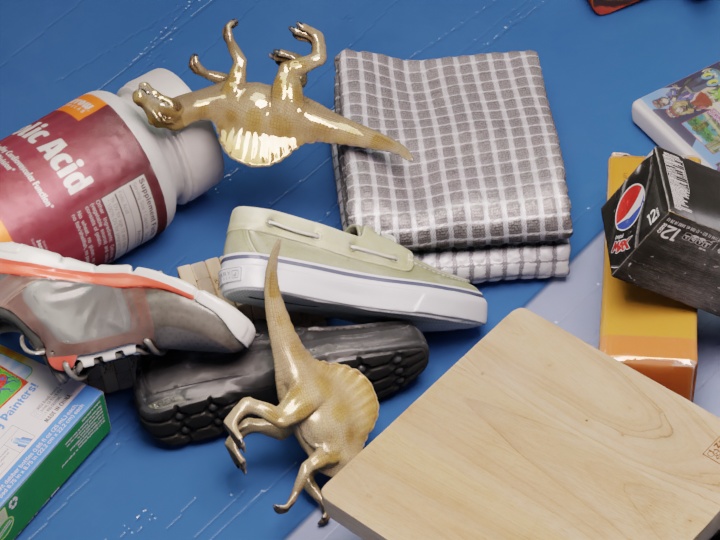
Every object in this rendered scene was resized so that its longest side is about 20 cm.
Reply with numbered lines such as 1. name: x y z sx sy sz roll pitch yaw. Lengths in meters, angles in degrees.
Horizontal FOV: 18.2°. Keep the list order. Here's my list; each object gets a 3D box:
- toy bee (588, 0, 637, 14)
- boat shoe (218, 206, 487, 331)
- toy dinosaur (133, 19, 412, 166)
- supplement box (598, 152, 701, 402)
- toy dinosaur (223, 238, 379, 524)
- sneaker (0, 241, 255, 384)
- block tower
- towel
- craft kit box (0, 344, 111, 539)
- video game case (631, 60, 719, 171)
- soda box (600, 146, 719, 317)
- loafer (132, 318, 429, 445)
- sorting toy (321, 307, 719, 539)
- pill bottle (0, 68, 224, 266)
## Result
1. toy bee: 0.264 -0.279 1.771 0.199 0.109 0.131 -32 49 -23
2. boat shoe: 0.000 0.000 1.499 0.199 0.072 0.063 11 77 -29
3. toy dinosaur: -0.055 -0.117 1.574 0.198 0.058 0.102 9 66 4
4. supplement box: 0.197 0.009 1.527 0.066 0.069 0.201 3 48 7
5. toy dinosaur: -0.040 0.089 1.445 0.101 0.058 0.201 -31 93 -16
6. sneaker: -0.167 0.041 1.471 0.199 0.077 0.082 11 75 15
7. block tower: -0.117 0.032 1.544 0.199 0.058 0.054 -16 46 -8
8. towel: 0.062 -0.081 1.614 0.164 0.086 0.201 -6 45 -1
9. craft kit box: -0.302 0.123 1.485 0.197 0.049 0.200 24 53 24
10. video game case: 0.329 -0.097 1.646 0.181 0.023 0.200 -25 50 -18
11. soda box: 0.258 -0.008 1.467 0.199 0.071 0.064 20 42 -22
12. loafer: -0.054 0.061 1.500 0.199 0.068 0.071 -12 52 -2
13. sorting toy: 0.114 0.145 1.379 0.199 0.070 0.199 30 55 30
14. pill bottle: -0.203 -0.057 1.599 0.199 0.115 0.114 -32 51 -23
